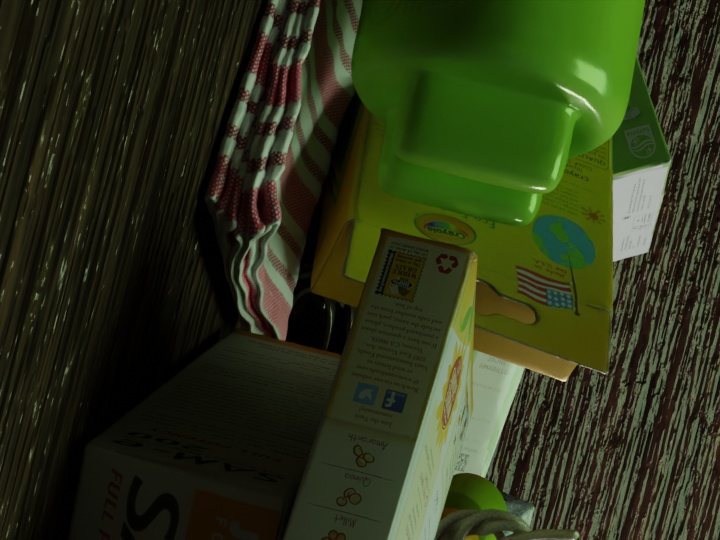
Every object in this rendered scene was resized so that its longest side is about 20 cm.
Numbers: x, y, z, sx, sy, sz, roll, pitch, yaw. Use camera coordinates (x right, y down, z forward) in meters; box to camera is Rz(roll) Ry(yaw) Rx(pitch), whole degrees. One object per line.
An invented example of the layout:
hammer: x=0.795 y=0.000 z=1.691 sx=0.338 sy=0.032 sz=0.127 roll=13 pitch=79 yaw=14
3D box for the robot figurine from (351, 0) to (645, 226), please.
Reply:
robot figurine: x=0.062 y=-0.124 z=0.789 sx=0.175 sy=0.115 sz=0.200 roll=110 pitch=-8 yaw=-72

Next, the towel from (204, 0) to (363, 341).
towel: x=-0.018 y=-0.079 z=0.792 sx=0.146 sy=0.030 sz=0.200 roll=85 pitch=20 yaw=-69

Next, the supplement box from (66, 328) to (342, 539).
supplement box: x=-0.052 y=0.106 z=0.712 sx=0.200 sy=0.073 sz=0.126 roll=-41 pitch=144 yaw=-77

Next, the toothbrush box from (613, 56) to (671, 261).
toothbrush box: x=0.106 y=-0.113 z=1.091 sx=0.146 sy=0.086 sz=0.200 roll=81 pitch=-4 yaw=-71

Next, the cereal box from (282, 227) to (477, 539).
cereal box: x=-0.002 y=0.106 z=0.648 sx=0.144 sy=0.039 sz=0.200 roll=87 pitch=20 yaw=-62

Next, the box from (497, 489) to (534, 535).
box: x=0.019 y=0.224 z=1.178 sx=0.132 sy=0.114 sz=0.200 roll=170 pitch=-66 yaw=-81

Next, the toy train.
toy train: x=0.035 y=0.124 z=0.857 sx=0.116 sy=0.200 sz=0.085 roll=-23 pitch=95 yaw=-58

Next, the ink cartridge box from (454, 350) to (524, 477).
ink cartridge box: x=0.051 y=0.001 z=1.036 sx=0.146 sy=0.048 sz=0.200 roll=31 pitch=-78 yaw=63

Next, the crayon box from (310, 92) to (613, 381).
crayon box: x=0.049 y=-0.031 z=0.860 sx=0.200 sy=0.127 sz=0.051 roll=-81 pitch=-165 yaw=-48

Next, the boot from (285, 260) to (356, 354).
boot: x=0.000 y=0.000 z=0.916 sx=0.174 sy=0.069 sz=0.200 roll=-29 pitch=132 yaw=-78
